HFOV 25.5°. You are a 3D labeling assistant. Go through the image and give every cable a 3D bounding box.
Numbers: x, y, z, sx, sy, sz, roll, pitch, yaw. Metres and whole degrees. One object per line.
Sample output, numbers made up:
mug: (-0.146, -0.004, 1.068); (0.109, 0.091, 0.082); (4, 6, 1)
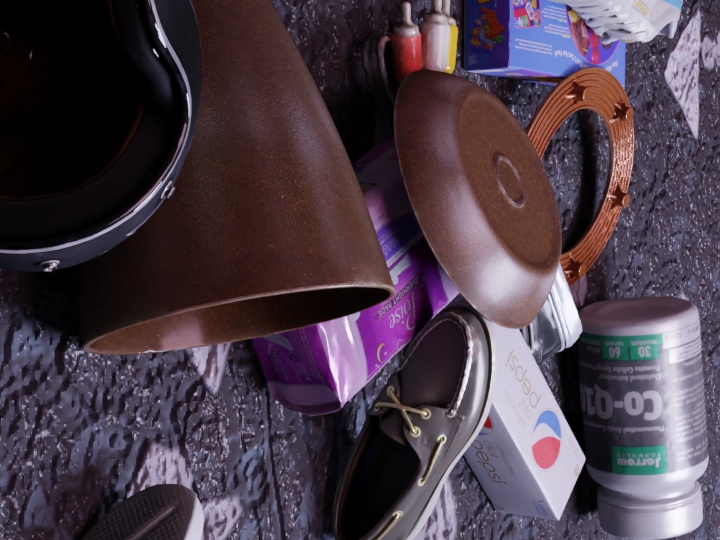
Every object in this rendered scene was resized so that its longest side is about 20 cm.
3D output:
cable: (0.047, -0.107, 1.199); (0.097, 0.050, 0.202); (-21, 107, -54)

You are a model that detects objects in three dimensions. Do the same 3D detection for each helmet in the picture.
helmet: (-0.169, -0.103, 0.800); (0.200, 0.199, 0.192); (-45, 145, -42)

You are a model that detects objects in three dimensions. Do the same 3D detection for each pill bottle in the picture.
pill bottle: (0.255, 0.131, 1.434); (0.113, 0.112, 0.202); (-19, 106, -51)

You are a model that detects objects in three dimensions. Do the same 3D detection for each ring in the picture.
ring: (0.188, -0.075, 1.377); (0.200, 0.019, 0.202); (-25, 123, -45)

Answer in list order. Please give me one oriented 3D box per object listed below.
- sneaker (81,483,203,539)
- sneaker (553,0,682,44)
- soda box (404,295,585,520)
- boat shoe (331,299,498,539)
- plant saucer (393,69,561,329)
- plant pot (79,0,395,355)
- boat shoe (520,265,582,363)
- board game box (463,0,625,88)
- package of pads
sneaker: (-0.145, 0.225, 0.955); (0.080, 0.070, 0.201); (49, 59, -53)
sneaker: (0.215, -0.230, 1.326); (0.199, 0.076, 0.082); (-12, 103, -50)
soda box: (0.113, 0.113, 1.286); (0.068, 0.063, 0.201); (-58, 134, -34)
boat shoe: (0.037, 0.115, 1.131); (0.060, 0.072, 0.203); (-7, 125, -52)
plant saucer: (0.094, -0.059, 1.144); (0.200, 0.036, 0.202); (40, 38, -40)
plant pot: (-0.088, -0.067, 0.942); (0.186, 0.186, 0.202); (-1, 78, -53)
boat shoe: (0.115, -0.006, 1.277); (0.071, 0.072, 0.201); (-38, 112, -21)
board game box: (0.161, -0.229, 1.352); (0.199, 0.044, 0.136); (0, 91, -53)
package of pads: (0.000, 0.000, 1.122); (0.200, 0.075, 0.121); (-41, 122, -44)
